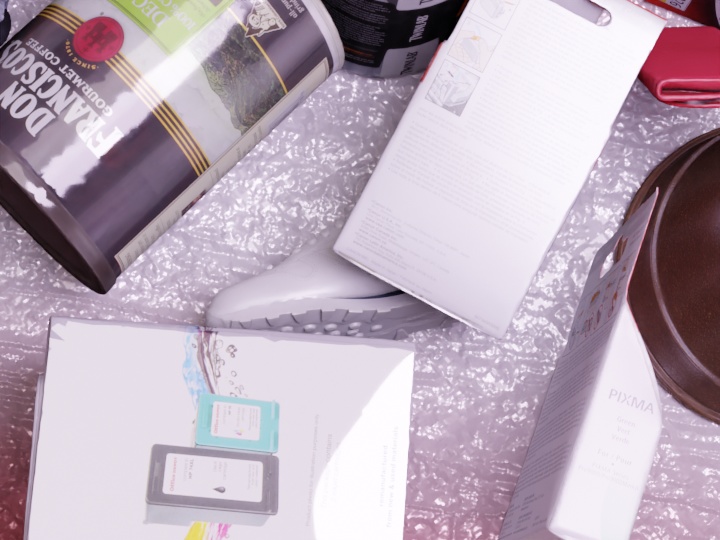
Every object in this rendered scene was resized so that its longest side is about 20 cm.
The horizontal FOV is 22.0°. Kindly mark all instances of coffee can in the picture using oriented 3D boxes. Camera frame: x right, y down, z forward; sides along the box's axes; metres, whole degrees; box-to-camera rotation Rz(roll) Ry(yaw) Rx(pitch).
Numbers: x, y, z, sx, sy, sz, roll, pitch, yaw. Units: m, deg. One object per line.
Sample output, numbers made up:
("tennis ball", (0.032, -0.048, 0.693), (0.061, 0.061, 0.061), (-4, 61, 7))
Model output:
("coffee can", (-0.129, -0.106, 1.085), (0.146, 0.146, 0.200), (44, 77, 6))

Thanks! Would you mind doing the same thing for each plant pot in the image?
("plant pot", (0.269, -0.014, 1.060), (0.200, 0.198, 0.201), (1, 79, -7))

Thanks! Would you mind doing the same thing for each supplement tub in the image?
("supplement tub", (0.019, -0.200, 1.089), (0.122, 0.200, 0.123), (1, 78, -4))

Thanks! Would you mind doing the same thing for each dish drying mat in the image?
("dish drying mat", (0.194, -0.122, 1.093), (0.077, 0.200, 0.018), (-2, 105, 0))

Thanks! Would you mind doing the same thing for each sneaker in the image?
("sneaker", (0.000, 0.000, 1.114), (0.200, 0.076, 0.081), (-12, 71, -14))

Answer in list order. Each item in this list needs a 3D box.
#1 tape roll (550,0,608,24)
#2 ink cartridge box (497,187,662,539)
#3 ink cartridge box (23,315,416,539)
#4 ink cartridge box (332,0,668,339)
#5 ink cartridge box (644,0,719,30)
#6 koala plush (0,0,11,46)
("tape roll", (0.136, -0.214, 1.100), (0.071, 0.202, 0.203), (28, 77, 2))
("ink cartridge box", (0.140, 0.070, 1.055), (0.050, 0.161, 0.200), (22, 76, -1))
("ink cartridge box", (-0.078, 0.114, 1.038), (0.199, 0.147, 0.146), (5, 78, -2))
("ink cartridge box", (0.078, -0.074, 1.043), (0.109, 0.050, 0.200), (28, 94, 2))
("ink cartridge box", (0.283, -0.202, 1.107), (0.175, 0.200, 0.084), (21, 76, 2))
("koala plush", (-0.254, -0.173, 1.013), (0.184, 0.177, 0.200), (28, 36, -27))
